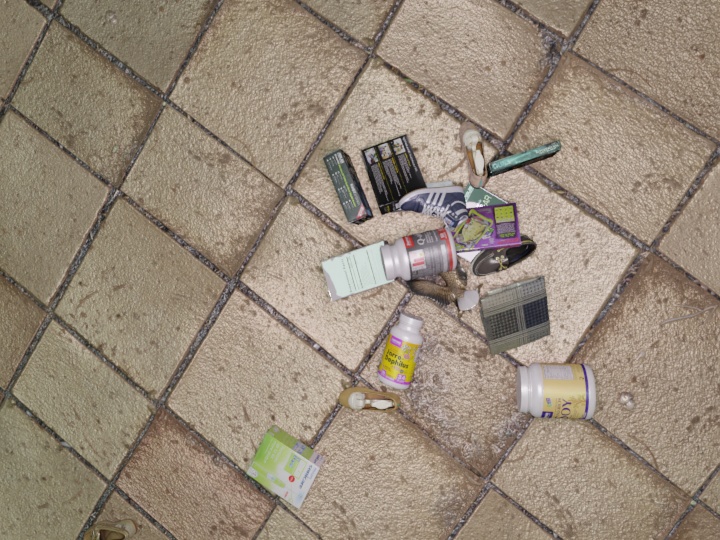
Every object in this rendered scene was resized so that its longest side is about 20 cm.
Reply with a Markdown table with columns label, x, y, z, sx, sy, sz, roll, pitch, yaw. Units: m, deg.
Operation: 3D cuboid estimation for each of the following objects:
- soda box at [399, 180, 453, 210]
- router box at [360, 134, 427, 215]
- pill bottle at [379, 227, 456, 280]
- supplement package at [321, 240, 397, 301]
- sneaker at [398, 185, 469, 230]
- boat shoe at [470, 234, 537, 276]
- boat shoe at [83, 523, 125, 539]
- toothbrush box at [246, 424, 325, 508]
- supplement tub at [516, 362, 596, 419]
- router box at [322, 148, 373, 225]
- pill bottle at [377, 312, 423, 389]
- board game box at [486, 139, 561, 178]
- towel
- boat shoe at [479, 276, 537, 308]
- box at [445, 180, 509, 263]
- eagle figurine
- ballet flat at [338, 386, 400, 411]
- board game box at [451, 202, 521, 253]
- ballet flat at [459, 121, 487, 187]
| label | x | y | z | sx | sy | sz | roll | pitch | yaw |
| --- | --- | --- | --- | --- | --- | --- | --- | --- | --- |
| soda box | 0.176 | -0.214 | 1.642 | 0.192 | 0.063 | 0.071 | -6 | 89 | 10 |
| router box | 0.096 | -0.276 | 1.610 | 0.144 | 0.051 | 0.206 | -18 | 65 | 1 |
| pill bottle | 0.155 | -0.040 | 1.528 | 0.193 | 0.116 | 0.120 | -12 | 91 | -2 |
| supplement package | 0.000 | 0.000 | 1.651 | 0.193 | 0.121 | 0.124 | -17 | 90 | 10 |
| sneaker | 0.205 | -0.164 | 1.534 | 0.193 | 0.070 | 0.112 | -10 | 69 | -13 |
| boat shoe | 0.402 | -0.039 | 1.581 | 0.196 | 0.061 | 0.073 | -28 | 113 | -8 |
| boat shoe | -0.838 | 0.873 | 1.858 | 0.194 | 0.063 | 0.076 | -19 | 90 | 10 |
| toothbrush box | -0.229 | 0.602 | 1.733 | 0.196 | 0.086 | 0.149 | 30 | 97 | 6 |
| supplement tub | 0.538 | 0.333 | 1.563 | 0.192 | 0.145 | 0.152 | 0 | 92 | 9 |
| router box | -0.032 | -0.238 | 1.632 | 0.060 | 0.150 | 0.206 | -22 | 89 | 9 |
| pill bottle | 0.122 | 0.233 | 1.649 | 0.101 | 0.104 | 0.207 | 17 | 95 | 8 |
| board game box | 0.447 | -0.306 | 1.557 | 0.193 | 0.135 | 0.029 | -17 | 89 | 9 |
| towel | 0.435 | 0.127 | 1.586 | 0.193 | 0.035 | 0.198 | -18 | 116 | -2 |
| boat shoe | 0.435 | 0.073 | 1.609 | 0.193 | 0.065 | 0.075 | -18 | 90 | 10 |
| box | 0.335 | -0.130 | 1.629 | 0.157 | 0.043 | 0.204 | 30 | 97 | 7 |
| eagle figurine | 0.242 | 0.042 | 1.606 | 0.199 | 0.153 | 0.150 | 42 | 126 | -11 |
| ballet flat | 0.024 | 0.390 | 1.693 | 0.192 | 0.063 | 0.072 | -1 | 92 | 10 |
| board game box | 0.343 | -0.118 | 1.574 | 0.192 | 0.032 | 0.125 | -5 | 69 | 10 |
| ballet flat | 0.325 | -0.339 | 1.589 | 0.066 | 0.067 | 0.207 | -11 | 76 | 0 |
